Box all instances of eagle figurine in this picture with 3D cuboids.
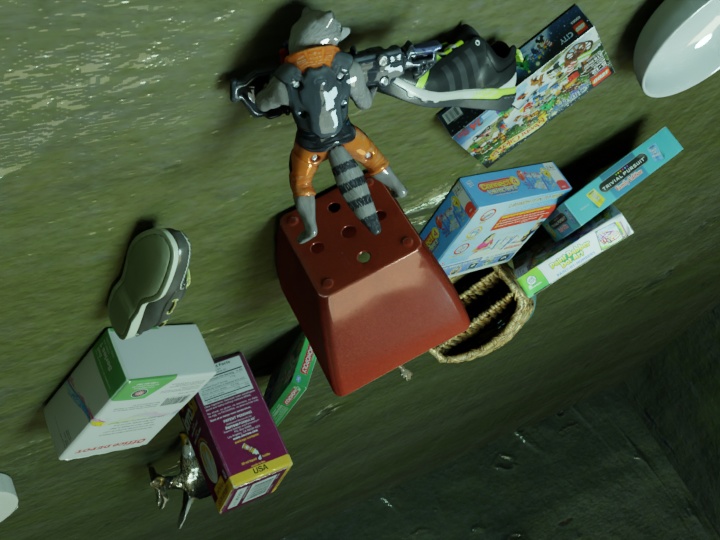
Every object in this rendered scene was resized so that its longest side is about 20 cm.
[{"bbox_3d":[-0.286,0.356,1.490,0.199,0.152,0.151,-17,135,-15],"label":"eagle figurine"}]

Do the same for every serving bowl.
[{"bbox_3d":[0.422,-0.310,1.017,0.199,0.066,0.200,-25,156,-12],"label":"serving bowl"}]

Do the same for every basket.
[{"bbox_3d":[0.194,0.075,1.447,0.200,0.143,0.149,-37,157,16],"label":"basket"}]

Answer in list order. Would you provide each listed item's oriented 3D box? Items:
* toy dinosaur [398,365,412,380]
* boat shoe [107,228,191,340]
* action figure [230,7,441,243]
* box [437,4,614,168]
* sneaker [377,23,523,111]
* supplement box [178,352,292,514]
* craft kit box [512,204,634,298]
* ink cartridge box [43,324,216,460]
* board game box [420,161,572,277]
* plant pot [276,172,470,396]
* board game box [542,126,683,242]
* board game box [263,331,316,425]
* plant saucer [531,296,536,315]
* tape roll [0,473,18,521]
[{"bbox_3d":[0.018,0.120,1.427,0.200,0.135,0.086,31,78,-41],"label":"toy dinosaur"},{"bbox_3d":[-0.227,0.010,0.913,0.060,0.072,0.201,-15,161,-39],"label":"boat shoe"},{"bbox_3d":[-0.005,-0.141,0.729,0.199,0.105,0.194,-20,116,-4],"label":"action figure"},{"bbox_3d":[0.204,-0.216,0.990,0.200,0.038,0.136,-37,156,17],"label":"box"},{"bbox_3d":[0.088,-0.216,0.848,0.199,0.072,0.083,-6,114,-37],"label":"sneaker"},{"bbox_3d":[-0.202,0.253,1.270,0.103,0.201,0.131,-16,154,-28],"label":"supplement box"},{"bbox_3d":[0.354,-0.046,1.392,0.197,0.049,0.200,-31,-172,13],"label":"craft kit box"},{"bbox_3d":[-0.314,0.163,1.102,0.144,0.084,0.200,1,142,-50],"label":"ink cartridge box"},{"bbox_3d":[0.194,-0.072,1.254,0.199,0.056,0.196,-13,152,-34],"label":"board game box"},{"bbox_3d":[0.000,0.000,1.021,0.199,0.200,0.177,-28,147,-5],"label":"plant pot"},{"bbox_3d":[0.393,-0.133,1.292,0.200,0.047,0.151,-36,174,-6],"label":"board game box"},{"bbox_3d":[-0.120,0.182,1.332,0.029,0.135,0.200,26,136,-10],"label":"board game box"},{"bbox_3d":[0.314,0.115,1.813,0.199,0.036,0.200,-24,157,-11],"label":"plant saucer"},{"bbox_3d":[-0.622,0.368,1.225,0.202,0.037,0.203,-26,157,-12],"label":"tape roll"}]
